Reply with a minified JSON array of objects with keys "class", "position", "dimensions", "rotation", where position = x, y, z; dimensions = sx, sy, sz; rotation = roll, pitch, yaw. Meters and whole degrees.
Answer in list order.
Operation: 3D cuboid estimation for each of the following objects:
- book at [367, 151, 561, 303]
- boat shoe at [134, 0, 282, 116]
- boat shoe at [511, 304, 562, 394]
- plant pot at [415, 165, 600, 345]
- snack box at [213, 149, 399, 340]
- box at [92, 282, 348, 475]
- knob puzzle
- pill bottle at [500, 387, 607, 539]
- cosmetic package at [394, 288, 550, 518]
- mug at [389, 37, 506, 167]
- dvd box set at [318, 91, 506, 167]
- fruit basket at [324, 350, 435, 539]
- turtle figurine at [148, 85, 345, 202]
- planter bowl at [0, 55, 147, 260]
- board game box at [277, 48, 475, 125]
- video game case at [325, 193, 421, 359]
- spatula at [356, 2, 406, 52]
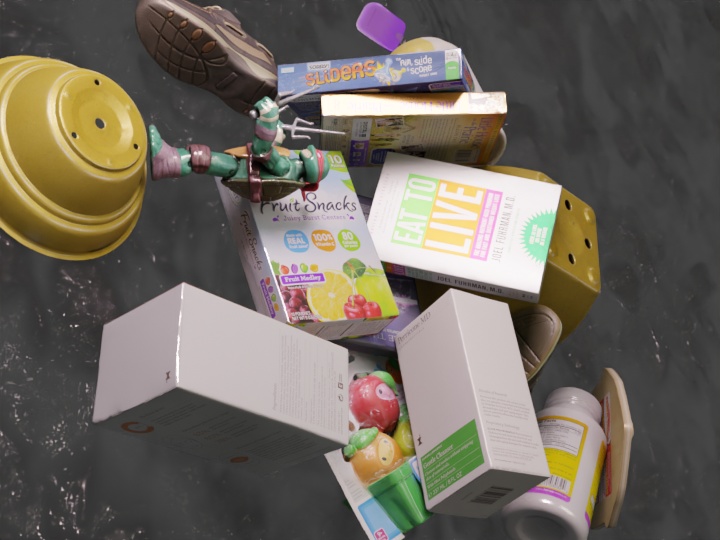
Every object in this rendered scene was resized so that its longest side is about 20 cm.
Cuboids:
[{"class":"book","position":[0.109,-0.046,1.285],"dimensions":[0.048,0.198,0.135],"rotation":[79,24,-61]},{"class":"boat shoe","position":[-0.161,-0.238,1.246],"dimensions":[0.200,0.074,0.074],"rotation":[35,37,-44]},{"class":"boat shoe","position":[0.163,0.126,1.348],"dimensions":[0.072,0.202,0.066],"rotation":[42,11,31]},{"class":"plant pot","position":[0.173,-0.011,1.398],"dimensions":[0.195,0.199,0.196],"rotation":[28,51,-38]},{"class":"snack box","position":[-0.057,-0.028,1.218],"dimensions":[0.141,0.053,0.202],"rotation":[-2,63,-38]},{"class":"box","position":[-0.121,0.104,1.062],"dimensions":[0.199,0.124,0.098],"rotation":[25,53,-39]},{"class":"knob puzzle","position":[0.317,0.218,1.456],"dimensions":[0.030,0.220,0.222],"rotation":[4,59,0]},{"class":"pill bottle","position":[0.240,0.238,1.421],"dimensions":[0.104,0.104,0.201],"rotation":[48,42,-20]},{"class":"cosmetic package","position":[0.110,0.135,1.191],"dimensions":[0.084,0.108,0.202],"rotation":[14,49,-33]},{"class":"mug","position":[0.081,-0.207,1.440],"dimensions":[0.186,0.148,0.155],"rotation":[33,38,-58]},{"class":"dvd box set","position":[0.053,-0.154,1.300],"dimensions":[0.197,0.146,0.030],"rotation":[-2,73,-3]},{"class":"fruit basket","position":[0.027,0.167,1.227],"dimensions":[0.185,0.093,0.202],"rotation":[-21,84,-51]},{"class":"turtle figurine","position":[-0.103,-0.115,1.132],"dimensions":[0.197,0.150,0.102],"rotation":[-3,82,-11]},{"class":"planter bowl","position":[-0.254,-0.118,1.057],"dimensions":[0.199,0.083,0.202],"rotation":[24,54,-39]},{"class":"board game box","position":[0.021,-0.198,1.288],"dimensions":[0.135,0.197,0.035],"rotation":[33,55,-77]},{"class":"video game case","position":[0.000,0.000,1.296],"dimensions":[0.142,0.019,0.202],"rotation":[13,53,-32]},{"class":"spatula","position":[0.072,-0.277,1.559],"dimensions":[0.200,0.020,0.057],"rotation":[42,57,-30]}]
